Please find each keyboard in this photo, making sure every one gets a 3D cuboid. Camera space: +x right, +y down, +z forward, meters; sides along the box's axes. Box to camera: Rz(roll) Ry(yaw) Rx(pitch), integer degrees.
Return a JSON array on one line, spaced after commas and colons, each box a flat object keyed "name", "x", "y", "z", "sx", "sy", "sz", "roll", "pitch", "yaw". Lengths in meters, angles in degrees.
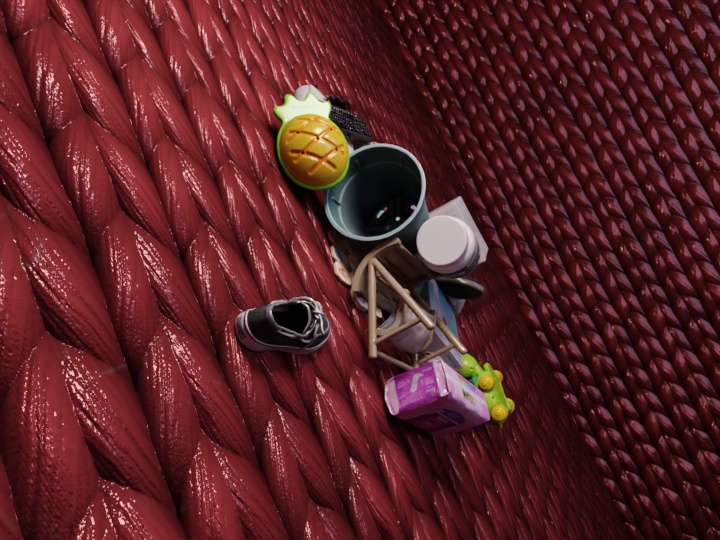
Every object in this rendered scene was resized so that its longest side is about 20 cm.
[{"name": "keyboard", "x": -0.037, "y": -0.342, "z": 1.114, "sx": 0.200, "sy": 0.040, "sz": 0.104, "roll": -5, "pitch": 65, "yaw": -58}]

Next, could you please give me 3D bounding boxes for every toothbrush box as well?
[{"name": "toothbrush box", "x": 0.157, "y": 0.121, "z": 1.176, "sx": 0.146, "sy": 0.085, "sz": 0.200, "roll": 52, "pitch": 26, "yaw": -30}]

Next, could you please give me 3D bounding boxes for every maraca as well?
[{"name": "maraca", "x": -0.094, "y": -0.245, "z": 0.967, "sx": 0.107, "sy": 0.137, "sz": 0.201, "roll": 138, "pitch": -61, "yaw": -67}]

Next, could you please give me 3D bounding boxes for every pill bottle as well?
[{"name": "pill bottle", "x": 0.179, "y": -0.047, "z": 1.039, "sx": 0.113, "sy": 0.113, "sz": 0.200, "roll": 68, "pitch": 15, "yaw": 13}]

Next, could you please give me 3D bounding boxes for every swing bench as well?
[{"name": "swing bench", "x": 0.086, "y": 0.075, "z": 0.984, "sx": 0.199, "sy": 0.130, "sz": 0.200, "roll": 36, "pitch": 30, "yaw": -53}]

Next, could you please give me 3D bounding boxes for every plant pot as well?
[{"name": "plant pot", "x": 0.054, "y": -0.121, "z": 1.050, "sx": 0.196, "sy": 0.200, "sz": 0.201, "roll": 42, "pitch": 28, "yaw": -64}]

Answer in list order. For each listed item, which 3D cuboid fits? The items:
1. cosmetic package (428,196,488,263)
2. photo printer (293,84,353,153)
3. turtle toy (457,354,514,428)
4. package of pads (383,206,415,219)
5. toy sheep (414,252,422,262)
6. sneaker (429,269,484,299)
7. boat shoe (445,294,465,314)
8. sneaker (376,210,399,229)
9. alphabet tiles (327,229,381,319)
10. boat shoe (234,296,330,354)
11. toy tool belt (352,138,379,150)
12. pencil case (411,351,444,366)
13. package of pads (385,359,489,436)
[{"name": "cosmetic package", "x": 0.274, "y": -0.097, "z": 1.582, "sx": 0.200, "sy": 0.165, "sz": 0.165, "roll": 60, "pitch": 22, "yaw": -4}, {"name": "photo printer", "x": -0.079, "y": -0.287, "z": 1.120, "sx": 0.166, "sy": 0.069, "sz": 0.200, "roll": 38, "pitch": 33, "yaw": -43}, {"name": "turtle toy", "x": 0.303, "y": 0.300, "z": 1.283, "sx": 0.146, "sy": 0.101, "sz": 0.200, "roll": 12, "pitch": 54, "yaw": -64}, {"name": "package of pads", "x": 0.112, "y": -0.177, "z": 1.426, "sx": 0.200, "sy": 0.076, "sz": 0.121, "roll": 59, "pitch": 23, "yaw": -11}, {"name": "toy sheep", "x": 0.137, "y": -0.066, "z": 1.218, "sx": 0.138, "sy": 0.199, "sz": 0.138, "roll": 11, "pitch": 90, "yaw": -78}, {"name": "sneaker", "x": 0.217, "y": 0.004, "z": 1.269, "sx": 0.114, "sy": 0.199, "sz": 0.076, "roll": -60, "pitch": 148, "yaw": -30}, {"name": "boat shoe", "x": 0.199, "y": 0.040, "z": 1.346, "sx": 0.200, "sy": 0.072, "sz": 0.069, "roll": 39, "pitch": -38, "yaw": 36}, {"name": "sneaker", "x": 0.111, "y": -0.095, "z": 1.330, "sx": 0.200, "sy": 0.077, "sz": 0.080, "roll": 33, "pitch": 25, "yaw": -44}, {"name": "alphabet tiles", "x": 0.000, "y": 0.000, "z": 1.052, "sx": 0.196, "sy": 0.015, "sz": 0.200, "roll": 36, "pitch": 34, "yaw": -49}, {"name": "boat shoe", "x": -0.084, "y": 0.070, "z": 0.706, "sx": 0.199, "sy": 0.068, "sz": 0.074, "roll": 21, "pitch": 47, "yaw": -60}, {"name": "toy tool belt", "x": 0.022, "y": -0.219, "z": 1.205, "sx": 0.123, "sy": 0.125, "sz": 0.200, "roll": 38, "pitch": 29, "yaw": -36}, {"name": "pencil case", "x": 0.185, "y": 0.253, "z": 1.093, "sx": 0.200, "sy": 0.078, "sz": 0.089, "roll": 46, "pitch": 1, "yaw": -38}, {"name": "package of pads", "x": 0.143, "y": 0.240, "z": 0.938, "sx": 0.200, "sy": 0.120, "sz": 0.076, "roll": 39, "pitch": 31, "yaw": -46}]
